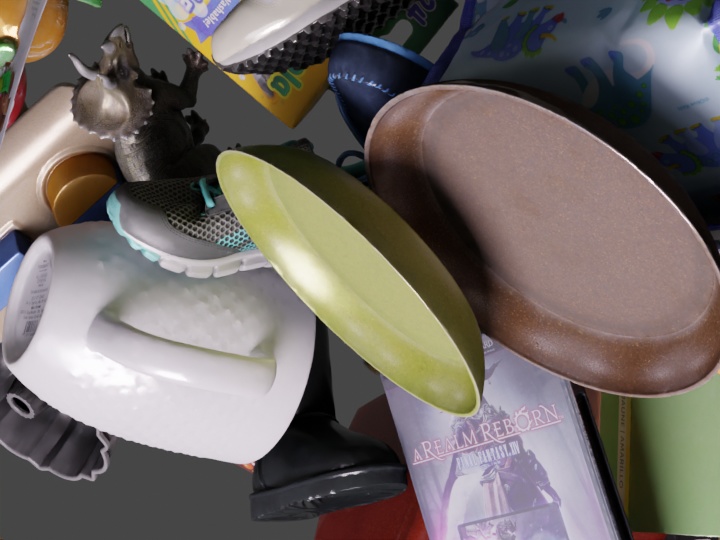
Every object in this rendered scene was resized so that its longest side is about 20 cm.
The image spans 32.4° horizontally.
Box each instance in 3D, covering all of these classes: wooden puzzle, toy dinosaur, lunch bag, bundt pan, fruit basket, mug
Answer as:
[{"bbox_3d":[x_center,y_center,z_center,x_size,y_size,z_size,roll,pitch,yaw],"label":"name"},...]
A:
[{"bbox_3d":[-0.202,-0.008,0.887,0.185,0.046,0.200,-39,128,9],"label":"wooden puzzle"},{"bbox_3d":[-0.131,-0.081,0.838,0.076,0.102,0.201,0,128,37],"label":"toy dinosaur"},{"bbox_3d":[0.156,-0.070,0.623,0.169,0.128,0.200,-5,140,42],"label":"lunch bag"},{"bbox_3d":[-0.299,0.103,1.173,0.200,0.076,0.203,20,138,19],"label":"bundt pan"},{"bbox_3d":[-0.232,-0.146,0.755,0.093,0.201,0.185,21,-174,-32],"label":"fruit basket"},{"bbox_3d":[-0.129,0.045,0.808,0.174,0.149,0.200,17,180,-30],"label":"mug"}]

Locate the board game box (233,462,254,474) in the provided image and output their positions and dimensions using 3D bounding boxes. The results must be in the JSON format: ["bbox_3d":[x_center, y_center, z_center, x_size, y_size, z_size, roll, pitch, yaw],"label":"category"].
[{"bbox_3d":[-0.060,0.164,1.099,0.199,0.019,0.103,26,142,13],"label":"board game box"}]

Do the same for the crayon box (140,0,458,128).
[{"bbox_3d":[-0.056,-0.173,0.730,0.200,0.052,0.126,39,142,-4],"label":"crayon box"}]

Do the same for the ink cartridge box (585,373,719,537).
[{"bbox_3d":[0.157,0.089,0.763,0.199,0.147,0.048,-8,163,43],"label":"ink cartridge box"}]

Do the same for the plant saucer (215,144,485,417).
[{"bbox_3d":[0.000,0.000,0.688,0.200,0.031,0.200,41,165,13],"label":"plant saucer"}]

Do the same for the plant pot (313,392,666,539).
[{"bbox_3d":[0.075,0.202,0.908,0.200,0.177,0.200,44,141,-8],"label":"plant pot"}]

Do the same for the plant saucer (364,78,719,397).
[{"bbox_3d":[0.090,-0.018,0.593,0.199,0.032,0.201,30,153,17],"label":"plant saucer"}]

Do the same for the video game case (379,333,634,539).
[{"bbox_3d":[0.093,0.138,0.757,0.142,0.019,0.202,-24,80,42],"label":"video game case"}]

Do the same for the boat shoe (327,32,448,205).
[{"bbox_3d":[0.040,-0.059,0.692,0.084,0.069,0.200,21,169,39],"label":"boat shoe"}]

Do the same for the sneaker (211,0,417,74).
[{"bbox_3d":[-0.004,-0.179,0.635,0.199,0.070,0.094,-30,83,23],"label":"sneaker"}]

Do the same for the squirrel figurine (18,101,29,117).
[{"bbox_3d":[-0.296,-0.039,0.929,0.141,0.200,0.187,32,151,12],"label":"squirrel figurine"}]

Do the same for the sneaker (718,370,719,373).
[{"bbox_3d":[0.208,0.056,0.688,0.198,0.077,0.113,-3,86,31],"label":"sneaker"}]

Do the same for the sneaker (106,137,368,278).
[{"bbox_3d":[-0.062,-0.047,0.789,0.078,0.198,0.092,58,134,43],"label":"sneaker"}]

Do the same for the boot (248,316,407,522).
[{"bbox_3d":[-0.036,0.090,0.887,0.073,0.164,0.198,3,163,-26],"label":"boot"}]

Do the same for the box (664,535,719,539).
[{"bbox_3d":[0.240,0.267,0.829,0.157,0.201,0.050,-16,125,46],"label":"box"}]
